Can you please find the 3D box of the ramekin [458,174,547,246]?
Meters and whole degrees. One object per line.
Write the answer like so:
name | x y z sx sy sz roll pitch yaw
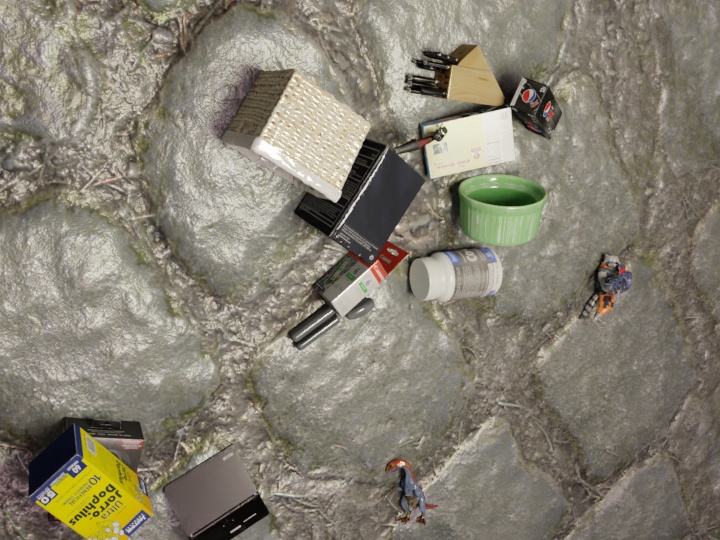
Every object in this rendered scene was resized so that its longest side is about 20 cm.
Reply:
ramekin | 0.314 -0.135 1.518 0.196 0.200 0.100 -13 121 -23

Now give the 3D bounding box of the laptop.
laptop | -0.318 0.519 1.516 0.175 0.104 0.202 -29 144 -15

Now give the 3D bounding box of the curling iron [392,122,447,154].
curling iron | 0.118 -0.262 1.367 0.199 0.026 0.050 -29 167 -47

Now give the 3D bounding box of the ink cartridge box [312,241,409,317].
ink cartridge box | 0.000 0.000 1.445 0.199 0.109 0.051 -42 121 -9

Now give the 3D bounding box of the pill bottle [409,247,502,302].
pill bottle | 0.219 0.011 1.562 0.196 0.113 0.117 -6 110 -26

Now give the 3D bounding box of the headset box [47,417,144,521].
headset box | -0.516 0.381 1.324 0.146 0.077 0.204 12 103 -30

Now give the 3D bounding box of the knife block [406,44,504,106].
knife block | 0.196 -0.387 1.443 0.175 0.064 0.201 -43 122 -8

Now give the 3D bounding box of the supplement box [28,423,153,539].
supplement box | -0.491 0.400 1.235 0.108 0.109 0.201 -41 121 -8

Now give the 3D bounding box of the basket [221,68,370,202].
basket | -0.121 -0.252 1.247 0.198 0.197 0.164 27 90 -31

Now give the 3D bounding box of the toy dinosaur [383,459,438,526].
toy dinosaur | 0.121 0.563 1.747 0.199 0.103 0.186 -17 106 -63

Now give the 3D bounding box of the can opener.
can opener | -0.064 0.103 1.478 0.198 0.066 0.053 -33 121 -9

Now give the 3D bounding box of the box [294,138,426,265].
box | -0.004 -0.146 1.340 0.122 0.200 0.201 32 92 -31

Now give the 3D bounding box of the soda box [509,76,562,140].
soda box | 0.393 -0.357 1.500 0.072 0.063 0.199 -65 156 6

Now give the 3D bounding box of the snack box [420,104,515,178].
snack box | 0.235 -0.281 1.478 0.195 0.037 0.119 -12 113 -2

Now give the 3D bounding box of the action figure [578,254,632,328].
action figure | 0.652 0.052 1.815 0.198 0.103 0.198 1 103 -54
